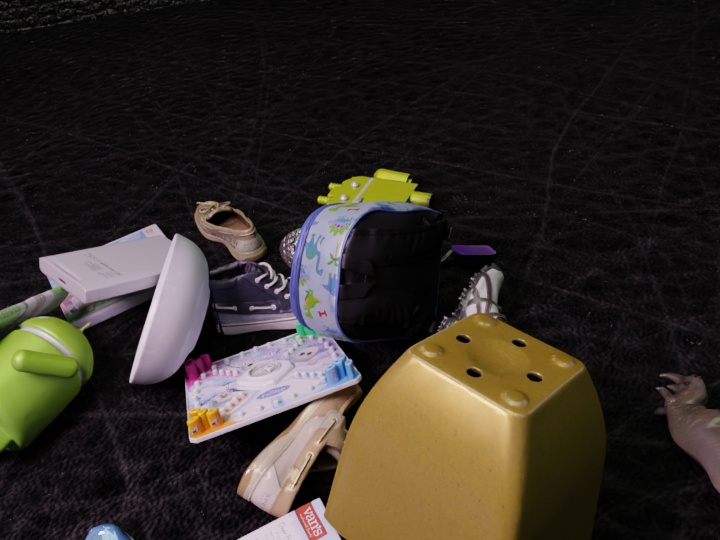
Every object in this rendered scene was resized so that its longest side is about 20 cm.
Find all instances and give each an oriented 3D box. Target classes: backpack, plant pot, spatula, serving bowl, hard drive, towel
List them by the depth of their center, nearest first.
[{"bbox_3d":[0.105,0.158,0.577,0.195,0.202,0.193,26,32,37],"label":"plant pot"},{"bbox_3d":[0.000,0.000,0.806,0.146,0.185,0.199,13,9,38],"label":"backpack"},{"bbox_3d":[-0.243,0.057,0.842,0.065,0.201,0.201,17,33,-19],"label":"serving bowl"},{"bbox_3d":[-0.485,0.092,0.842,0.149,0.031,0.200,-36,5,19],"label":"towel"},{"bbox_3d":[-0.352,-0.007,0.961,0.131,0.027,0.199,25,27,33],"label":"hard drive"},{"bbox_3d":[0.109,-0.013,0.974,0.198,0.021,0.057,-16,18,-4],"label":"spatula"}]

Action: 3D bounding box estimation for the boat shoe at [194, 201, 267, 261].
[{"bbox_3d":[-0.226,-0.083,1.094,0.073,0.063,0.199,-33,44,-27],"label":"boat shoe"}]

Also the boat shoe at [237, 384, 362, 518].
[{"bbox_3d":[-0.050,0.196,0.710,0.069,0.074,0.200,36,43,13],"label":"boat shoe"}]

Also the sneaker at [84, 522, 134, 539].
[{"bbox_3d":[-0.246,0.315,0.570,0.078,0.090,0.201,-8,37,0],"label":"sneaker"}]

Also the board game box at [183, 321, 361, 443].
[{"bbox_3d":[-0.119,0.122,0.786,0.199,0.026,0.200,-19,18,-12],"label":"board game box"}]

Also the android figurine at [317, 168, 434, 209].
[{"bbox_3d":[0.023,-0.119,1.114,0.199,0.041,0.182,14,43,23],"label":"android figurine"}]

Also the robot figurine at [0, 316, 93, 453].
[{"bbox_3d":[-0.422,0.141,0.802,0.175,0.116,0.200,-20,26,41],"label":"robot figurine"}]

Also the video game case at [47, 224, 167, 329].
[{"bbox_3d":[-0.397,0.005,1.047,0.199,0.022,0.182,-27,42,-23],"label":"video game case"}]

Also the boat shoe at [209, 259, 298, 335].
[{"bbox_3d":[-0.121,0.029,0.904,0.198,0.093,0.075,-11,33,-4],"label":"boat shoe"}]

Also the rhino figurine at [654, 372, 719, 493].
[{"bbox_3d":[0.375,0.172,0.662,0.087,0.060,0.200,-23,36,-1],"label":"rhino figurine"}]

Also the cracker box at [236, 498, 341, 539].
[{"bbox_3d":[-0.094,0.314,0.570,0.199,0.058,0.134,-22,40,-16],"label":"cracker box"}]

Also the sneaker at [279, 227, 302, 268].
[{"bbox_3d":[-0.021,-0.024,0.943,0.198,0.079,0.085,4,3,-13],"label":"sneaker"}]

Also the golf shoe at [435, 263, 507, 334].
[{"bbox_3d":[0.160,0.073,0.832,0.094,0.078,0.200,28,50,14],"label":"golf shoe"}]
